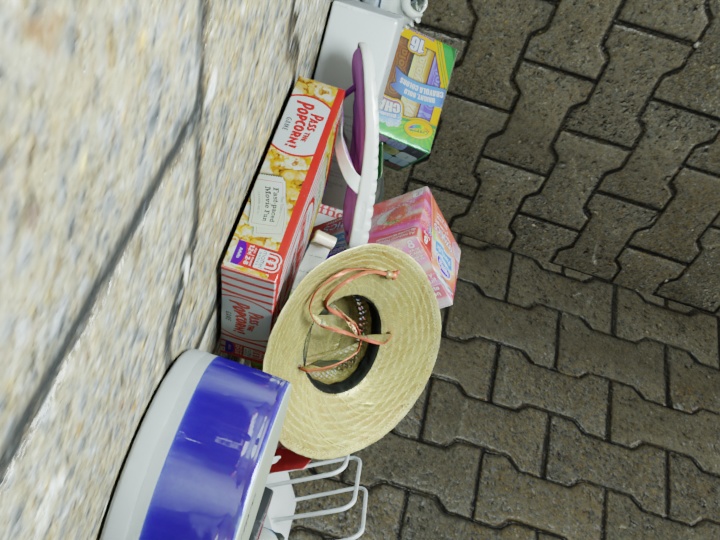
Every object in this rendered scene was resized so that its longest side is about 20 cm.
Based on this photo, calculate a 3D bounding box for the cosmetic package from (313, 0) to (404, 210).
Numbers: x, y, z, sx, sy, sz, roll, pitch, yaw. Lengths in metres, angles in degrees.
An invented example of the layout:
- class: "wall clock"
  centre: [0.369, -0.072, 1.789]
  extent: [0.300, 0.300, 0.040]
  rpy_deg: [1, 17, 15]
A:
- class: "cosmetic package"
  centre: [-0.016, -0.178, 0.876]
  extent: [0.102, 0.071, 0.202]
  rpy_deg: [-70, 177, -70]

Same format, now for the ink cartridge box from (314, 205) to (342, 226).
- class: "ink cartridge box"
  centre: [-0.034, 0.010, 1.054]
  extent: [0.084, 0.143, 0.202]
  rpy_deg: [-126, -127, -88]

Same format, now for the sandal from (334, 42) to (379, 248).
- class: "sandal"
  centre: [-0.012, -0.115, 0.797]
  extent: [0.083, 0.049, 0.205]
  rpy_deg: [-115, -155, -67]

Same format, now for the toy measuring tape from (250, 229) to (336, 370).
- class: "toy measuring tape"
  centre: [-0.075, 0.047, 0.840]
  extent: [0.201, 0.073, 0.074]
  rpy_deg: [-57, -169, 41]

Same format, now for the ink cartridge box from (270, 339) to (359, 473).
- class: "ink cartridge box"
  centre: [-0.071, 0.134, 0.831]
  extent: [0.200, 0.160, 0.050]
  rpy_deg: [-37, 105, -53]

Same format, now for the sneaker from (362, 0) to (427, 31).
- class: "sneaker"
  centre: [0.037, -0.295, 0.927]
  extent: [0.200, 0.070, 0.074]
  rpy_deg: [107, 0, -75]

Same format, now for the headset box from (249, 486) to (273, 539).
- class: "headset box"
  centre: [-0.152, 0.300, 0.785]
  extent: [0.149, 0.076, 0.202]
  rpy_deg: [-72, -179, -75]

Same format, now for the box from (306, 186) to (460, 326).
- class: "box"
  centre: [0.000, 0.000, 0.908]
  extent: [0.095, 0.198, 0.103]
  rpy_deg: [59, 28, -28]

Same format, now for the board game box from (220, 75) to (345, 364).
- class: "board game box"
  centre: [-0.069, -0.041, 0.715]
  extent: [0.152, 0.046, 0.202]
  rpy_deg: [107, 0, -59]

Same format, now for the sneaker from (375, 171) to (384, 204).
- class: "sneaker"
  centre: [-0.013, -0.094, 1.226]
  extent: [0.091, 0.075, 0.202]
  rpy_deg: [74, 30, -80]

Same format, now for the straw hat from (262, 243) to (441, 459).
- class: "straw hat"
  centre: [-0.025, 0.057, 0.732]
  extent: [0.085, 0.200, 0.203]
  rpy_deg: [31, -71, 47]

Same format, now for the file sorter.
- class: "file sorter"
  centre: [-0.071, 0.237, 1.051]
  extent: [0.139, 0.123, 0.202]
  rpy_deg: [-76, 153, -74]

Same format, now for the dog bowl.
- class: "dog bowl"
  centre: [-0.113, 0.162, 0.574]
  extent: [0.200, 0.078, 0.202]
  rpy_deg: [-163, -90, -90]

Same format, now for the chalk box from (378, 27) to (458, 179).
- class: "chalk box"
  centre: [0.034, -0.220, 1.136]
  extent: [0.125, 0.123, 0.202]
  rpy_deg: [-16, -125, 70]

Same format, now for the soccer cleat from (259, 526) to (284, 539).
- class: "soccer cleat"
  centre: [-0.169, 0.335, 0.993]
  extent: [0.199, 0.086, 0.071]
  rpy_deg: [-26, -122, 50]
